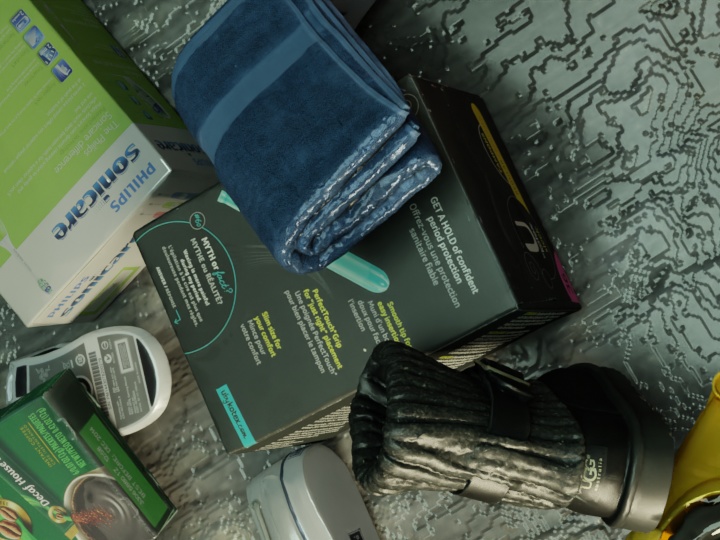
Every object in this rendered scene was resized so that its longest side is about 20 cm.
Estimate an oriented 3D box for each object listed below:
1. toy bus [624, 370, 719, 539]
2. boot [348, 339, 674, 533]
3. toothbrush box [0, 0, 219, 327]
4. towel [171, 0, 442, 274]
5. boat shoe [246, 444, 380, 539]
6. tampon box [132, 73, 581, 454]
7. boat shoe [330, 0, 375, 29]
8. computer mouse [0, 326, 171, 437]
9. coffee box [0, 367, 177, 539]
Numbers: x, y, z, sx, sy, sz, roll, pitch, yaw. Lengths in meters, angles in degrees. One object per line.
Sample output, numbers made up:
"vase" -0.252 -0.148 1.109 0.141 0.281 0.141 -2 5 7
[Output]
"toy bus" 0.265 0.125 1.002 0.200 0.136 0.192 22 83 19
"boot" 0.069 0.083 1.007 0.157 0.211 0.080 9 90 -7
"toothbrush box" -0.209 -0.085 1.208 0.146 0.086 0.200 -46 74 16
"towel" -0.040 -0.090 1.027 0.112 0.049 0.200 -42 44 7
"boat shoe" -0.013 0.210 1.145 0.065 0.074 0.200 -29 73 30
"tampon box" 0.000 0.000 1.099 0.200 0.126 0.150 -28 79 20
"boat shoe" -0.033 -0.186 1.148 0.086 0.075 0.202 42 113 26
"computer mouse" -0.200 0.088 1.231 0.200 0.044 0.110 -14 84 26
"coffee box" -0.230 0.161 1.210 0.200 0.044 0.123 -30 102 27
